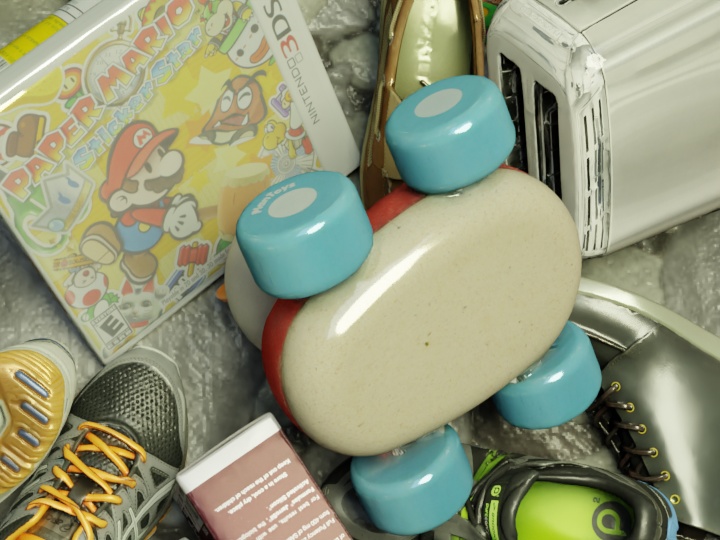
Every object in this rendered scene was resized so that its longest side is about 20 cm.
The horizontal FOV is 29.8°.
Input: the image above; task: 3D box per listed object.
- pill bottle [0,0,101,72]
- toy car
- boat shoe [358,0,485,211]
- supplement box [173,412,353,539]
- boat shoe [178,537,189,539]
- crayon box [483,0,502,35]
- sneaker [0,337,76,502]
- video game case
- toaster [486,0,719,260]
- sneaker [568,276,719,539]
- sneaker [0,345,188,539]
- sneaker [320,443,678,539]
[{"bbox_3d":[-0.136,-0.111,0.779,0.199,0.104,0.104,-38,80,-15],"label":"pill bottle"},{"bbox_3d":[0.000,0.000,0.727,0.176,0.200,0.186,-35,121,-18],"label":"toy car"},{"bbox_3d":[0.037,-0.086,0.777,0.075,0.074,0.203,-1,96,-3],"label":"boat shoe"},{"bbox_3d":[-0.019,0.179,0.693,0.061,0.109,0.201,-33,82,-15],"label":"supplement box"},{"bbox_3d":[-0.063,0.239,0.697,0.066,0.070,0.201,-29,85,-15],"label":"boat shoe"},{"bbox_3d":[0.092,-0.248,0.866,0.117,0.058,0.203,0,73,-5],"label":"crayon box"},{"bbox_3d":[-0.222,0.116,0.724,0.200,0.088,0.075,-41,96,7],"label":"sneaker"},{"bbox_3d":[-0.103,-0.069,0.741,0.199,0.183,0.023,-39,44,-15],"label":"video game case"},{"bbox_3d":[0.150,-0.094,0.770,0.128,0.201,0.114,-24,44,-15],"label":"toaster"},{"bbox_3d":[0.152,0.079,0.764,0.198,0.075,0.107,23,73,1],"label":"sneaker"},{"bbox_3d":[-0.149,0.131,0.719,0.078,0.077,0.202,23,71,3],"label":"sneaker"},{"bbox_3d":[0.070,0.124,0.727,0.197,0.083,0.072,3,74,17],"label":"sneaker"}]
